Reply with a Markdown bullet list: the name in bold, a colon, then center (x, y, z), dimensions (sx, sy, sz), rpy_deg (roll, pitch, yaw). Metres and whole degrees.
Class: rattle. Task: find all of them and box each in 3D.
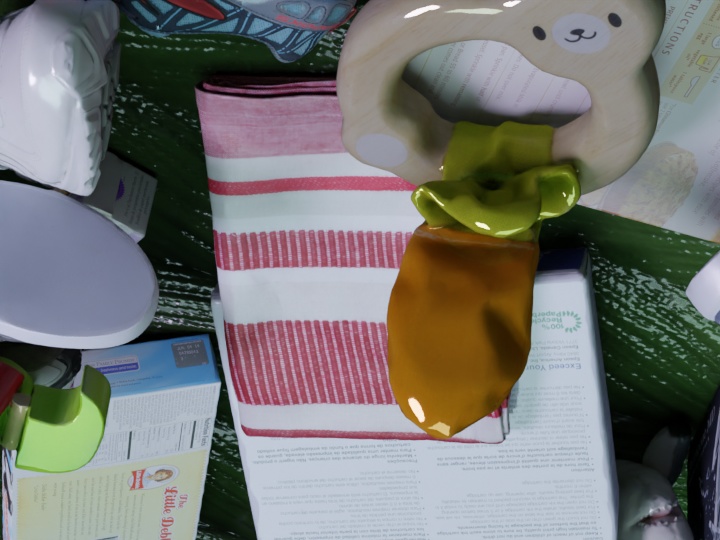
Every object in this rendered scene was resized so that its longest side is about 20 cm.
- **rattle**: center (0.053, -0.055, 0.668), dimensions (0.130, 0.143, 0.200), rpy_deg (35, 145, -5)

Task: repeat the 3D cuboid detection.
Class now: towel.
- **towel**: center (0.000, 0.000, 0.902), dimensions (0.143, 0.023, 0.201), rpy_deg (1, 121, 9)

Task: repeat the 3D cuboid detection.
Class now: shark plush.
- **shark plush**: center (0.141, 0.168, 1.076), dimensions (0.091, 0.083, 0.200), rpy_deg (-16, 154, -25)

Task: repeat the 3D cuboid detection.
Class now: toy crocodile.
- **toy crocodile**: center (-0.213, 0.048, 0.867), dimensions (0.199, 0.068, 0.062), rpy_deg (21, 124, 2)

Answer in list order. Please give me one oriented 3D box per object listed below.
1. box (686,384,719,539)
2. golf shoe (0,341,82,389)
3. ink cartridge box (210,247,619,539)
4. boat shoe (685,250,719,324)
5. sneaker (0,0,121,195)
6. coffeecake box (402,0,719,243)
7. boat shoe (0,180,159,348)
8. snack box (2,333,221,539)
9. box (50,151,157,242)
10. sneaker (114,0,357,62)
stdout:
- **box**: center (0.244, 0.136, 0.945), dimensions (0.123, 0.197, 0.200), rpy_deg (9, 142, 0)
- **golf shoe**: center (-0.232, 0.022, 0.942), dimensions (0.199, 0.073, 0.092), rpy_deg (17, 130, 21)
- **ink cartridge box**: center (0.034, 0.090, 0.986), dimensions (0.196, 0.043, 0.201), rpy_deg (-3, 115, 13)
- **boat shoe**: center (0.225, -0.005, 0.793), dimensions (0.200, 0.065, 0.074), rpy_deg (-18, 154, -33)
- **sneaker**: center (-0.157, -0.073, 0.781), dimensions (0.099, 0.078, 0.200), rpy_deg (9, 173, -16)
- **coffeecake box**: center (0.112, -0.099, 0.769), dimensions (0.199, 0.073, 0.154), rpy_deg (15, 141, -9)
- **boat shoe**: center (-0.185, 0.001, 0.846), dimensions (0.199, 0.070, 0.066), rpy_deg (10, 153, 6)
- **snack box**: center (-0.148, 0.114, 1.085), dimensions (0.116, 0.037, 0.200), rpy_deg (-7, 145, -16)
- **box**: center (-0.174, 0.005, 0.978), dimensions (0.039, 0.042, 0.200), rpy_deg (29, 138, -23)
- **sneaker**: center (-0.094, -0.131, 0.760), dimensions (0.199, 0.080, 0.096), rpy_deg (17, 143, -11)
